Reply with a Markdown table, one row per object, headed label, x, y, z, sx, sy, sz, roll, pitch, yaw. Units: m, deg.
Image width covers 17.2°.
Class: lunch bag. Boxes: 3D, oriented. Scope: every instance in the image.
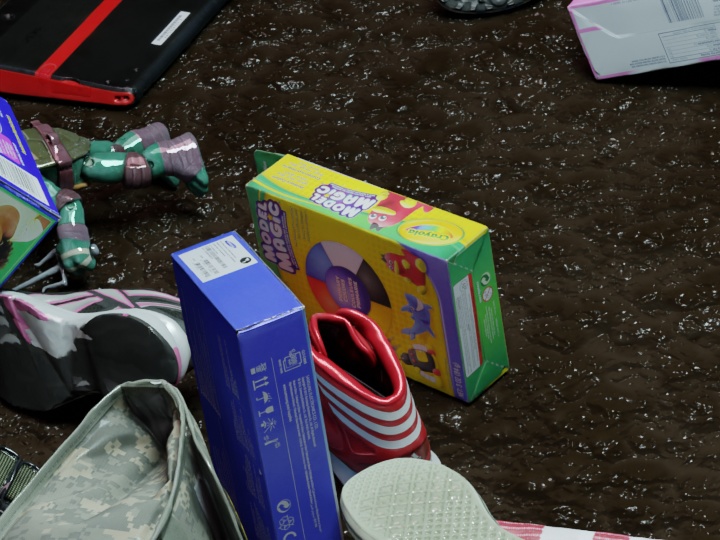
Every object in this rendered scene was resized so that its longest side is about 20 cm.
| label | x | y | z | sx | sy | sz | roll | pitch | yaw |
| --- | --- | --- | --- | --- | --- | --- | --- | --- | --- |
| lunch bag | -0.115 | 0.175 | 1.274 | 0.117 | 0.164 | 0.200 | -2 | 35 | 20 |

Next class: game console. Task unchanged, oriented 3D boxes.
| label | x | y | z | sx | sy | sz | roll | pitch | yaw |
| --- | --- | --- | --- | --- | --- | --- | --- | --- | --- |
| game console | -0.218 | -0.199 | 1.964 | 0.177 | 0.031 | 0.200 | 12 | 40 | 20 |

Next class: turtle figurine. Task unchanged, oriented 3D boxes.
| label | x | y | z | sx | sy | sz | roll | pitch | yaw |
| --- | --- | --- | --- | --- | --- | --- | --- | --- | --- |
| turtle figurine | -0.218 | -0.057 | 1.700 | 0.200 | 0.101 | 0.150 | -17 | 35 | -20 |

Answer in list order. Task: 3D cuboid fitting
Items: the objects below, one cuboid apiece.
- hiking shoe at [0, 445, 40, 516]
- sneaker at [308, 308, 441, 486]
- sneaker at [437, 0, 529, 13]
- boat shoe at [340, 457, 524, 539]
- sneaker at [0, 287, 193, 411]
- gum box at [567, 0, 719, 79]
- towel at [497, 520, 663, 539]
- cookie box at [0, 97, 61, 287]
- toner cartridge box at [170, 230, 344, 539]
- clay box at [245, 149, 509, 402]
| label | x | y | z | sx | sy | sz | roll | pitch | yaw |
| --- | --- | --- | --- | --- | --- | --- | --- | --- | --- |
| hiking shoe | -0.225 | 0.135 | 1.413 | 0.200 | 0.101 | 0.076 | -1 | 36 | 12 |
| sneaker | -0.027 | 0.055 | 1.469 | 0.078 | 0.116 | 0.200 | -33 | 41 | -30 |
| sneaker | 0.144 | -0.262 | 1.942 | 0.200 | 0.072 | 0.072 | -29 | 0 | -15 |
| boat shoe | 0.055 | 0.164 | 1.304 | 0.075 | 0.062 | 0.200 | -29 | 36 | -25 |
| sneaker | -0.168 | 0.047 | 1.553 | 0.200 | 0.080 | 0.086 | 9 | 21 | 38 |
| gum box | 0.270 | -0.210 | 1.772 | 0.200 | 0.066 | 0.114 | -6 | 29 | 38 |
| towel | 0.115 | 0.191 | 1.322 | 0.200 | 0.023 | 0.144 | 4 | 36 | 19 |
| cookie box | -0.306 | -0.018 | 1.589 | 0.200 | 0.075 | 0.171 | -49 | 35 | 11 |
| toner cartridge box | -0.056 | 0.086 | 1.356 | 0.043 | 0.200 | 0.095 | -21 | 36 | -17 |
| clay box | 0.000 | 0.000 | 1.543 | 0.200 | 0.115 | 0.048 | 20 | 45 | 37 |
